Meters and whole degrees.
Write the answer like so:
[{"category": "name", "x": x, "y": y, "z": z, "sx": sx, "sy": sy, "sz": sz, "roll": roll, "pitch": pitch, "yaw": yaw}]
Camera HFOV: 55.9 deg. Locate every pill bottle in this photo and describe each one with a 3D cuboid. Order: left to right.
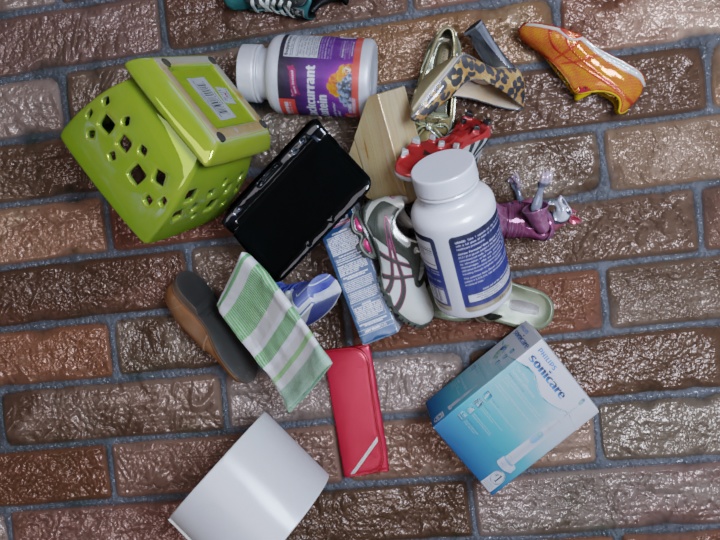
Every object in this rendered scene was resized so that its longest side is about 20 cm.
[{"category": "pill bottle", "x": -0.077, "y": -0.286, "z": 0.997, "sx": 0.196, "sy": 0.111, "sz": 0.114, "roll": 5, "pitch": 94, "yaw": 7}, {"category": "pill bottle", "x": 0.127, "y": -0.048, "z": 0.877, "sx": 0.109, "sy": 0.112, "sz": 0.202, "roll": -15, "pitch": 124, "yaw": 7}]

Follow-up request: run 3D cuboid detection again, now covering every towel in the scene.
[{"category": "towel", "x": -0.129, "y": 0.087, "z": 0.959, "sx": 0.201, "sy": 0.023, "sz": 0.153, "roll": 53, "pitch": 139, "yaw": 15}]

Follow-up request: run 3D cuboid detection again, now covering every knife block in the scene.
[{"category": "knife block", "x": 0.063, "y": -0.132, "z": 0.969, "sx": 0.175, "sy": 0.064, "sz": 0.202, "roll": 41, "pitch": 134, "yaw": 20}]

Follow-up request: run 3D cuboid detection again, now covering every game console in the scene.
[{"category": "game console", "x": -0.095, "y": -0.108, "z": 0.993, "sx": 0.200, "sy": 0.176, "sz": 0.116, "roll": -44, "pitch": 104, "yaw": 7}]

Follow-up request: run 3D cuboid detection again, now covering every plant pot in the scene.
[{"category": "plant pot", "x": -0.257, "y": -0.186, "z": 0.957, "sx": 0.181, "sy": 0.199, "sz": 0.201, "roll": -39, "pitch": 89, "yaw": 28}]

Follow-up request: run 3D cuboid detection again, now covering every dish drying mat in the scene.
[{"category": "dish drying mat", "x": -0.006, "y": 0.220, "z": 1.063, "sx": 0.075, "sy": 0.018, "sz": 0.204, "roll": -9, "pitch": 92, "yaw": 8}]

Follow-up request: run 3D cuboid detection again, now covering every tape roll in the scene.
[{"category": "tape roll", "x": -0.160, "y": 0.331, "z": 0.996, "sx": 0.139, "sy": 0.203, "sz": 0.203, "roll": 42, "pitch": 97, "yaw": 2}]

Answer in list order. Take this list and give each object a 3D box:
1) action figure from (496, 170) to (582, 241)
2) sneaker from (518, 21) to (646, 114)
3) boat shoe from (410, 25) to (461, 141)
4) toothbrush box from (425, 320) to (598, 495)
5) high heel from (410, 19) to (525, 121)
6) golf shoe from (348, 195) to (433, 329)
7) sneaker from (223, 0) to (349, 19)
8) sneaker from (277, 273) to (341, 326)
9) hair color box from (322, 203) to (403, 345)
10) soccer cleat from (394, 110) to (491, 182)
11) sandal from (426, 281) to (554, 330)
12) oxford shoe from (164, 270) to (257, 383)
[{"category": "action figure", "x": 0.213, "y": -0.067, "z": 0.963, "sx": 0.196, "sy": 0.134, "sz": 0.152, "roll": 4, "pitch": 95, "yaw": 9}, {"category": "sneaker", "x": 0.309, "y": -0.292, "z": 0.972, "sx": 0.198, "sy": 0.073, "sz": 0.078, "roll": 33, "pitch": 106, "yaw": 7}, {"category": "boat shoe", "x": 0.109, "y": -0.251, "z": 1.000, "sx": 0.072, "sy": 0.063, "sz": 0.204, "roll": 15, "pitch": 94, "yaw": 6}, {"category": "toothbrush box", "x": 0.217, "y": 0.198, "z": 0.986, "sx": 0.199, "sy": 0.085, "sz": 0.147, "roll": -41, "pitch": 103, "yaw": 8}, {"category": "high heel", "x": 0.158, "y": -0.237, "z": 0.951, "sx": 0.143, "sy": 0.071, "sz": 0.201, "roll": 48, "pitch": 66, "yaw": -21}, {"category": "golf shoe", "x": 0.062, "y": -0.008, "z": 0.943, "sx": 0.087, "sy": 0.077, "sz": 0.202, "roll": -20, "pitch": 110, "yaw": 30}, {"category": "sneaker", "x": -0.110, "y": -0.413, "z": 1.014, "sx": 0.196, "sy": 0.071, "sz": 0.081, "roll": -13, "pitch": 87, "yaw": 6}, {"category": "sneaker", "x": -0.124, "y": 0.045, "z": 1.011, "sx": 0.199, "sy": 0.080, "sz": 0.116, "roll": -41, "pitch": 75, "yaw": 43}, {"category": "hair color box", "x": 0.000, "y": 0.000, "z": 1.009, "sx": 0.060, "sy": 0.100, "sz": 0.203, "roll": -20, "pitch": 90, "yaw": 9}, {"category": "soccer cleat", "x": 0.117, "y": -0.154, "z": 0.950, "sx": 0.068, "sy": 0.199, "sz": 0.086, "roll": 31, "pitch": 136, "yaw": 25}, {"category": "sandal", "x": 0.191, "y": 0.044, "z": 1.009, "sx": 0.197, "sy": 0.057, "sz": 0.081, "roll": 7, "pitch": 94, "yaw": 6}, {"category": "oxford shoe", "x": -0.236, "y": 0.098, "z": 1.071, "sx": 0.071, "sy": 0.071, "sz": 0.201, "roll": -37, "pitch": 88, "yaw": 35}]
